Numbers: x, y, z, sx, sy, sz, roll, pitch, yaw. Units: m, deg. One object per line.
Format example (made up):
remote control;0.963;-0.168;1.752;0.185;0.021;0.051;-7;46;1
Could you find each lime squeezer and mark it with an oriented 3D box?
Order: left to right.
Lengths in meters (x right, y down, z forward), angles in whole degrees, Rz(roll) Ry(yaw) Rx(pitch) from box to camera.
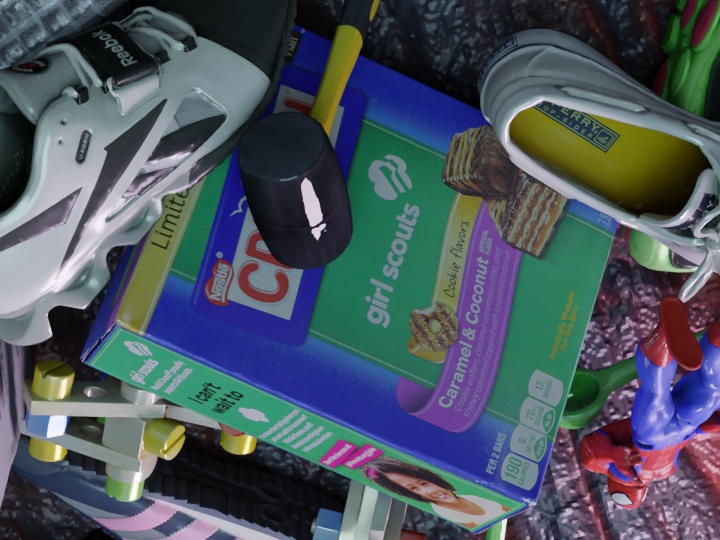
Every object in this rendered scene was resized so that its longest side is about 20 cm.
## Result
lime squeezer;0.103;0.084;1.097;0.071;0.038;0.200;38;105;-14

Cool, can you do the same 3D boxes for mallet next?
mallet;-0.008;-0.100;0.946;0.041;0.200;0.066;7;153;17

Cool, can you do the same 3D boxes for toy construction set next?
toy construction set;-0.054;0.074;1.036;0.200;0.131;0.092;26;112;-3

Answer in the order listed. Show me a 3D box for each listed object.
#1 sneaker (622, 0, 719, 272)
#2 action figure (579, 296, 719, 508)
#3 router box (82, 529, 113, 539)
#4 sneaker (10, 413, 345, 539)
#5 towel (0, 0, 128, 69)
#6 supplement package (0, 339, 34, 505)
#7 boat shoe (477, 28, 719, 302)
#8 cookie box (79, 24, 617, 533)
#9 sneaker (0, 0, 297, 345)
sneaker;0.182;-0.088;1.018;0.084;0.077;0.200;12;121;-12
action figure;0.142;0.068;1.024;0.065;0.200;0.052;-17;70;-14
router box;-0.081;0.236;1.093;0.200;0.150;0.062;39;105;-15
sneaker;-0.100;0.129;1.095;0.200;0.070;0.082;24;114;-6
towel;-0.173;-0.164;0.969;0.200;0.086;0.166;-36;107;12
supplement package;-0.217;0.045;0.988;0.114;0.200;0.110;-6;112;0
boat shoe;0.144;-0.032;0.956;0.202;0.086;0.075;29;117;-16
cookie box;0.000;0.000;0.992;0.200;0.075;0.171;24;65;-10
sneaker;-0.105;-0.069;0.917;0.200;0.074;0.089;-53;135;-13
